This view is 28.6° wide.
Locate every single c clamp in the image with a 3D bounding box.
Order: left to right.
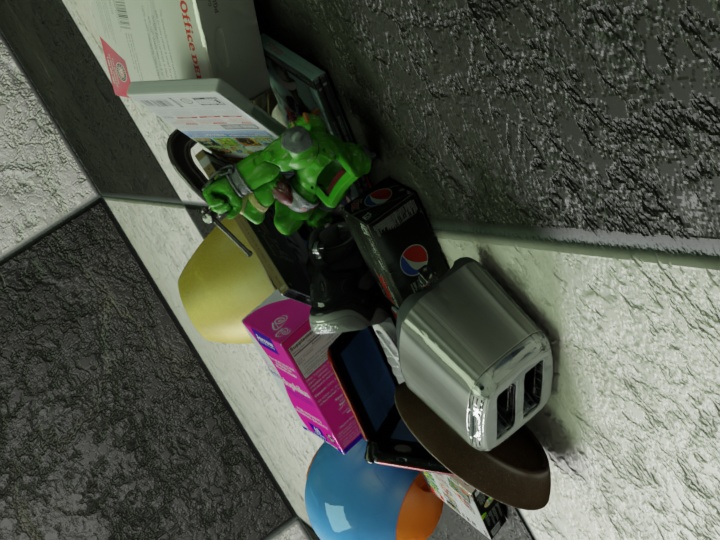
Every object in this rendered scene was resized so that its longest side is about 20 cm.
[{"bbox_3d":[-0.175,-0.126,1.816,0.171,0.201,0.027,44,126,-13],"label":"c clamp"}]

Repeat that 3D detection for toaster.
[{"bbox_3d":[0.112,0.082,1.367,0.129,0.113,0.201,44,160,27],"label":"toaster"}]

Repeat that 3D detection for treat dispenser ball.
[{"bbox_3d":[0.019,0.311,1.988,0.201,0.200,0.201,51,165,19],"label":"treat dispenser ball"}]

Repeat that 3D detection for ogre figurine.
[{"bbox_3d":[-0.060,-0.093,1.435,0.199,0.120,0.099,28,-147,-42],"label":"ogre figurine"}]

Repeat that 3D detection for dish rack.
[{"bbox_3d":[0.061,0.127,1.766,0.173,0.043,0.200,56,166,-5],"label":"dish rack"}]

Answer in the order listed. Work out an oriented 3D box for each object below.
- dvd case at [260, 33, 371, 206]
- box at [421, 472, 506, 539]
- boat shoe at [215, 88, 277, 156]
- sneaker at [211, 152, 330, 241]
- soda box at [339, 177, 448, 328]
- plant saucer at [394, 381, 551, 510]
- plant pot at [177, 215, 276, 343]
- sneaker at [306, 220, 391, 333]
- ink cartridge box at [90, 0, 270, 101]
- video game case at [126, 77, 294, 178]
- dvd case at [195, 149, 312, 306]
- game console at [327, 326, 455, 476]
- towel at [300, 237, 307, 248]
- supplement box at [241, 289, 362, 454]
[{"bbox_3d":[-0.047,-0.155,1.562,0.146,0.022,0.201,40,157,49],"label":"dvd case"},{"bbox_3d":[0.123,0.268,1.790,0.110,0.035,0.200,37,167,25],"label":"box"},{"bbox_3d":[-0.131,-0.204,1.636,0.072,0.065,0.202,30,132,35],"label":"boat shoe"},{"bbox_3d":[-0.117,-0.094,1.762,0.200,0.086,0.081,49,151,27],"label":"sneaker"},{"bbox_3d":[0.053,0.007,1.491,0.071,0.063,0.201,34,153,58],"label":"soda box"},{"bbox_3d":[0.126,0.171,1.489,0.199,0.035,0.201,31,-163,-11],"label":"plant saucer"},{"bbox_3d":[-0.169,0.022,1.967,0.201,0.141,0.200,59,-168,-21],"label":"plant pot"},{"bbox_3d":[0.000,0.000,1.556,0.200,0.075,0.115,-19,-79,-64],"label":"sneaker"},{"bbox_3d":[-0.201,-0.261,1.558,0.199,0.082,0.148,16,126,42],"label":"ink cartridge box"},{"bbox_3d":[-0.133,-0.148,1.504,0.142,0.018,0.199,5,160,41],"label":"video game case"},{"bbox_3d":[-0.098,-0.041,1.582,0.201,0.016,0.148,56,-166,24],"label":"dvd case"},{"bbox_3d":[0.059,0.132,1.560,0.200,0.170,0.120,-43,-40,-74],"label":"game console"},{"bbox_3d":[-0.062,-0.006,1.757,0.146,0.024,0.200,28,171,32],"label":"towel"},{"bbox_3d":[-0.051,0.119,1.807,0.101,0.103,0.201,24,147,51],"label":"supplement box"}]
